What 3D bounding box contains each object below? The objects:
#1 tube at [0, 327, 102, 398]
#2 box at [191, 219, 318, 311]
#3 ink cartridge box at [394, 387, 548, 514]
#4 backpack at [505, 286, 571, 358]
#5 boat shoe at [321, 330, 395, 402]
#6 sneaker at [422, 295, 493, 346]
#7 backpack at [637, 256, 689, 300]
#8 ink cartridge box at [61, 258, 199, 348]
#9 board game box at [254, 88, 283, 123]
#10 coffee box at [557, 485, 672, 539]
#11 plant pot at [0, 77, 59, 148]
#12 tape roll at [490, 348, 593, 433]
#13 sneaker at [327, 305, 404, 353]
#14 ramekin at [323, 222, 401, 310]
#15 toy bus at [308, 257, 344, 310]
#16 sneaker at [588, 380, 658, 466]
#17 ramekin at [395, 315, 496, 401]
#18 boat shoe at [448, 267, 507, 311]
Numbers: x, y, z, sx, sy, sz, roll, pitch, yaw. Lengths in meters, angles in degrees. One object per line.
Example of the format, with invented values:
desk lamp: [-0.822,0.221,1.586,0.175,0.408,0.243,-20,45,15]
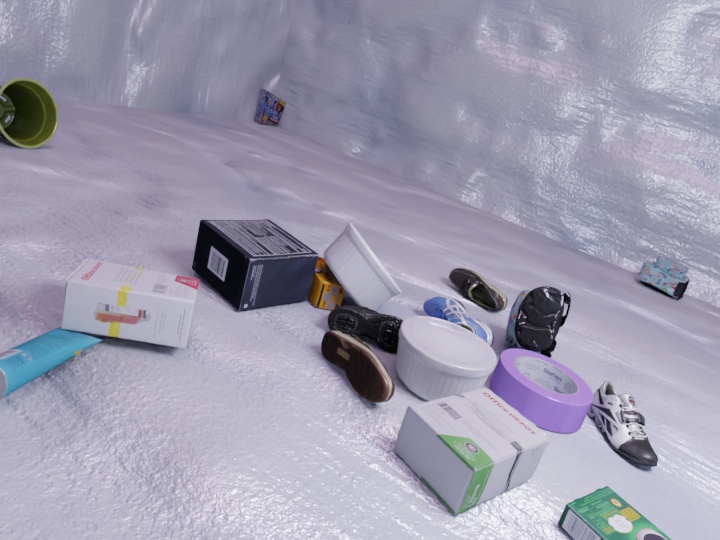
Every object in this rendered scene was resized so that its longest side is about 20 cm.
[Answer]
tube: [-0.454,0.119,0.797,0.075,0.052,0.200,20,13,2]
box: [-0.231,-0.018,1.240,0.198,0.127,0.195,33,26,35]
ink cartridge box: [0.173,0.268,0.869,0.195,0.087,0.145,0,25,-41]
backpack: [0.413,0.125,1.340,0.124,0.171,0.200,26,-8,16]
boat shoe: [0.008,0.167,1.025,0.073,0.077,0.201,9,20,-40]
sneaker: [0.222,0.119,1.334,0.197,0.078,0.076,31,19,37]
backpack: [1.343,0.022,2.496,0.197,0.156,0.175,24,21,35]
ink cartridge box: [-0.381,0.053,0.953,0.193,0.086,0.145,12,12,-15]
board game box: [-0.594,-1.030,3.627,0.061,0.205,0.198,27,7,31]
coffee box: [0.385,0.394,0.774,0.120,0.045,0.199,1,25,-38]
plant pot: [-1.078,-0.491,1.736,0.185,0.208,0.199,12,15,26]
tape roll: [0.368,0.241,1.149,0.193,0.068,0.201,15,19,-5]
sneaker: [0.028,0.112,1.197,0.194,0.078,0.091,19,11,-2]
ramekin: [0.000,0.000,1.311,0.203,0.097,0.201,53,4,-5]
toy bus: [-0.097,0.018,1.350,0.076,0.067,0.201,11,20,-18]
sneaker: [0.518,0.293,1.106,0.072,0.091,0.201,12,21,-16]
ramekin: [0.157,0.177,1.091,0.195,0.097,0.203,15,19,-5]
boat shoe: [0.331,0.052,1.624,0.199,0.074,0.065,36,21,32]
